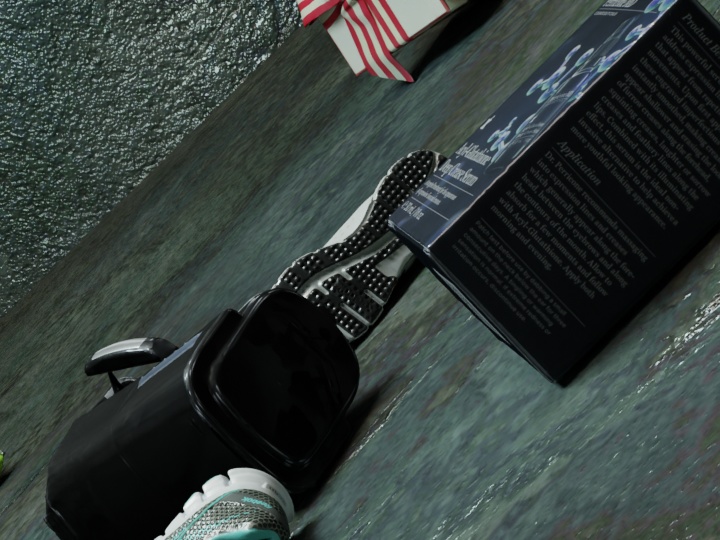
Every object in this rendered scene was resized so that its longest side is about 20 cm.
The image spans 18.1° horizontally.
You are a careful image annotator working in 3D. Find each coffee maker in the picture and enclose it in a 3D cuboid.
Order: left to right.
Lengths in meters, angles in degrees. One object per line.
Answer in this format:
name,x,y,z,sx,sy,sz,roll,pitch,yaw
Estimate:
coffee maker,-0.108,0.126,1.491,0.200,0.134,0.193,-34,39,47

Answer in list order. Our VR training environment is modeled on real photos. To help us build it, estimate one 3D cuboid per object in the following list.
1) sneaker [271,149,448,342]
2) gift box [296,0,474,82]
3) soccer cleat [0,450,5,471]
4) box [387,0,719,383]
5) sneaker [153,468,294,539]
sneaker,0.000,0.000,1.679,0.200,0.074,0.080,-44,-4,-18
gift box,0.050,-0.312,2.308,0.187,0.200,0.184,-34,-2,-41
soccer cleat,-0.438,0.225,2.430,0.081,0.067,0.200,-63,17,-18
box,0.129,-0.053,1.268,0.200,0.107,0.148,-44,11,-1
sneaker,-0.116,0.201,1.337,0.200,0.078,0.091,-47,15,-1
